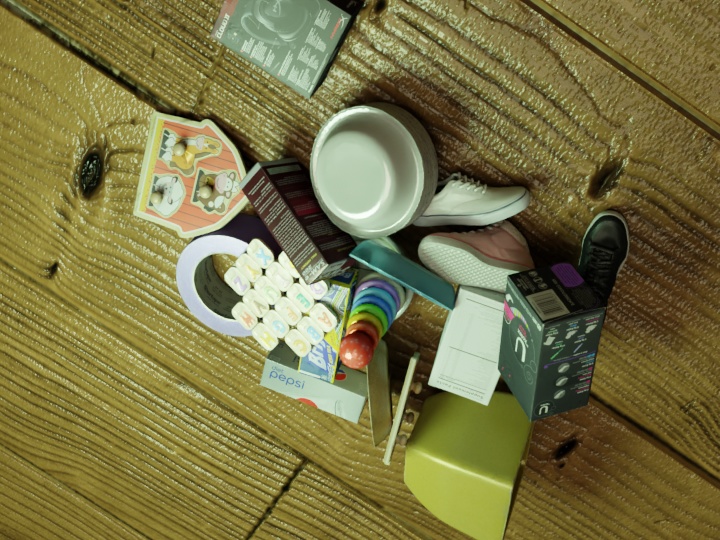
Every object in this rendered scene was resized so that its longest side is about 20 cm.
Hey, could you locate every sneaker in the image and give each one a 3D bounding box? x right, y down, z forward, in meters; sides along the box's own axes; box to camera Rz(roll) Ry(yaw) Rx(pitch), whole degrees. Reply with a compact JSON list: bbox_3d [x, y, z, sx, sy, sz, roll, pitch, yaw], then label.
[{"bbox_3d":[0.181,-0.035,1.447,0.197,0.106,0.076,16,139,-14],"label":"sneaker"},{"bbox_3d":[0.162,-0.114,1.434,0.197,0.073,0.072,-6,121,21],"label":"sneaker"},{"bbox_3d":[0.367,0.019,1.423,0.072,0.112,0.203,13,122,8],"label":"sneaker"}]

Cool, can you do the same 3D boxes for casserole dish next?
[{"bbox_3d":[0.071,0.004,1.441,0.198,0.121,0.039,28,89,-33],"label":"casserole dish"}]

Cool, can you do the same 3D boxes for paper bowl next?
[{"bbox_3d":[0.011,-0.150,1.411,0.198,0.104,0.204,9,109,27],"label":"paper bowl"}]

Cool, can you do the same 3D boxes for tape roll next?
[{"bbox_3d":[-0.216,0.009,1.617,0.196,0.085,0.203,8,120,13],"label":"tape roll"}]

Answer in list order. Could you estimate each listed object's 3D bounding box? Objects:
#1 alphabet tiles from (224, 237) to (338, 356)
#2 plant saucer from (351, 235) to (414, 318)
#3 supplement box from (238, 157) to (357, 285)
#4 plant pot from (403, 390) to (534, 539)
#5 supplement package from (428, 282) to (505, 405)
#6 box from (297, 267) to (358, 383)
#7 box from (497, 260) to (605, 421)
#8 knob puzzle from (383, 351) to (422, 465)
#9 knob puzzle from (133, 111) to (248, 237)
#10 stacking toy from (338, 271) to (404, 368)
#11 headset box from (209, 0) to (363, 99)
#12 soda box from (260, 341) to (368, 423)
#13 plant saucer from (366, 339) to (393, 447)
[{"bbox_3d":[-0.135,0.048,1.533,0.196,0.015,0.200,45,127,0],"label":"alphabet tiles"},{"bbox_3d":[0.000,0.000,1.564,0.197,0.050,0.203,8,122,13],"label":"plant saucer"},{"bbox_3d":[-0.094,-0.081,1.471,0.061,0.108,0.201,-42,77,30],"label":"supplement box"},{"bbox_3d":[0.183,0.322,1.601,0.197,0.195,0.198,16,136,15],"label":"plant pot"},{"bbox_3d":[0.195,0.100,1.525,0.112,0.110,0.202,19,123,5],"label":"supplement package"},{"bbox_3d":[-0.056,0.088,1.566,0.069,0.065,0.203,15,123,8],"label":"box"},{"bbox_3d":[0.281,0.106,1.386,0.104,0.123,0.202,-13,130,-13],"label":"box"},{"bbox_3d":[0.082,0.242,1.605,0.030,0.221,0.223,15,123,6],"label":"knob puzzle"},{"bbox_3d":[-0.274,-0.151,1.528,0.216,0.030,0.224,1,96,13],"label":"knob puzzle"},{"bbox_3d":[0.010,0.087,1.462,0.084,0.201,0.087,8,123,13],"label":"stacking toy"},{"bbox_3d":[-0.118,-0.377,1.366,0.198,0.077,0.150,31,123,-1],"label":"headset box"},{"bbox_3d":[-0.081,0.204,1.700,0.197,0.064,0.069,21,124,5],"label":"soda box"},{"bbox_3d":[0.034,0.200,1.589,0.035,0.201,0.203,-4,119,2],"label":"plant saucer"}]
